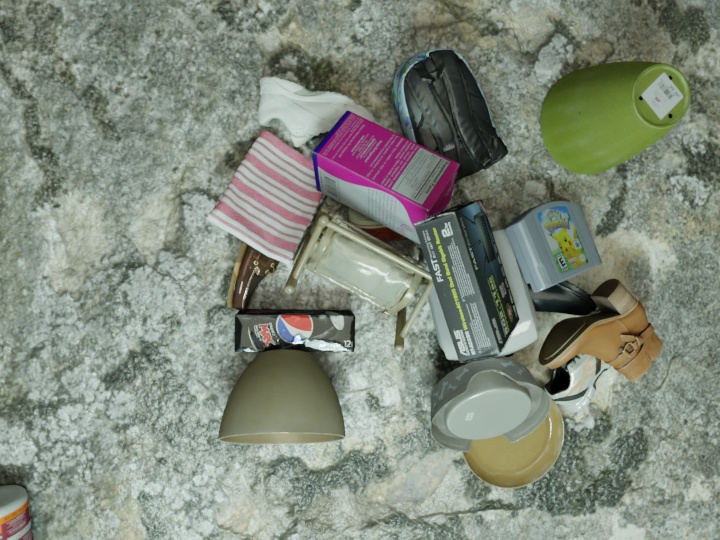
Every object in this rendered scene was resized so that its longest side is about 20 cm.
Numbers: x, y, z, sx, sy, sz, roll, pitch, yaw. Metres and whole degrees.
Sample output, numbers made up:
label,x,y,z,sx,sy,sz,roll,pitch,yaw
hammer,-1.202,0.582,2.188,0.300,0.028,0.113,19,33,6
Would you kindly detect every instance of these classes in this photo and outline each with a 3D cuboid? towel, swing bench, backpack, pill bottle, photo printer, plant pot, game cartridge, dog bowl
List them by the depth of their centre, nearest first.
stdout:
label,x,y,z,sx,sy,sz,roll,pitch,yaw
swing bench,0.000,0.000,0.834,0.198,0.200,0.130,28,100,-9
pill bottle,-0.588,0.464,0.852,0.109,0.110,0.202,-4,95,-6
towel,-0.138,-0.123,0.853,0.146,0.030,0.201,28,60,-8
plant pot,-0.123,0.205,0.861,0.199,0.201,0.135,2,67,-7
plant pot,0.426,-0.263,0.867,0.185,0.200,0.189,0,94,-6
backpack,0.129,-0.258,0.871,0.162,0.154,0.201,-27,122,3
dog bowl,0.207,0.223,0.880,0.198,0.059,0.201,-5,131,-5
photo printer,0.196,0.047,0.882,0.165,0.069,0.202,-15,73,13
game cartridge,0.330,-0.050,0.899,0.199,0.040,0.134,-17,80,-38
plant pot,0.278,0.301,0.982,0.198,0.027,0.202,-1,95,-6

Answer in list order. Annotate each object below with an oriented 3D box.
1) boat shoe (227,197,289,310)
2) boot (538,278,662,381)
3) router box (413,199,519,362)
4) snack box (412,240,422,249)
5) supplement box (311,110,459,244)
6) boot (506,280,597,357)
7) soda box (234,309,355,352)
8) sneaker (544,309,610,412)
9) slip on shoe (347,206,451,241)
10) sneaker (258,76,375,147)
label,x,y,z,sx,sy,sz,roll,pitch,yaw
boat shoe,-0.166,-0.027,0.881,0.070,0.070,0.202,16,92,-2
boot,0.410,0.133,0.890,0.200,0.074,0.155,-42,103,-2
router box,0.156,0.007,0.749,0.062,0.150,0.201,-17,96,30
snack box,0.085,-0.095,0.870,0.072,0.024,0.200,-38,69,-24
supplement box,0.037,-0.143,0.819,0.199,0.101,0.104,31,68,14
boot,0.296,0.081,0.940,0.199,0.076,0.169,28,87,-1
soda box,-0.110,0.101,0.898,0.198,0.071,0.064,0,94,-7
sneaker,0.403,0.157,0.953,0.080,0.074,0.201,25,90,-27
slip on shoe,0.075,-0.083,0.912,0.198,0.061,0.075,0,56,-6
sneaker,-0.076,-0.250,0.880,0.198,0.078,0.100,14,99,1
